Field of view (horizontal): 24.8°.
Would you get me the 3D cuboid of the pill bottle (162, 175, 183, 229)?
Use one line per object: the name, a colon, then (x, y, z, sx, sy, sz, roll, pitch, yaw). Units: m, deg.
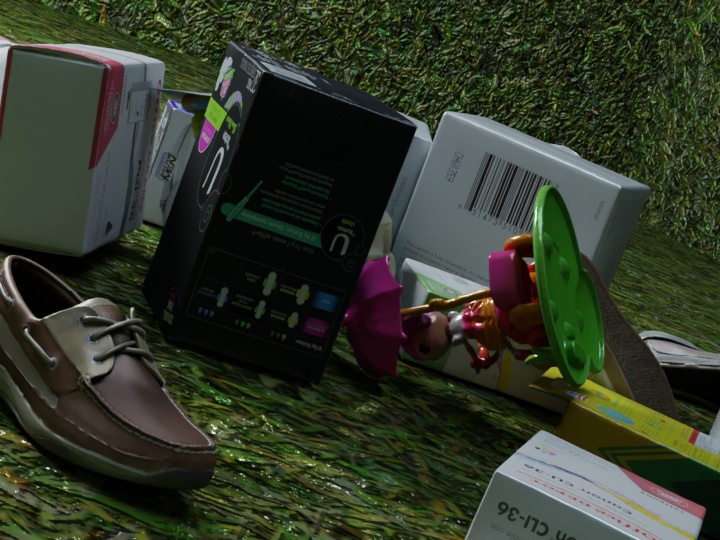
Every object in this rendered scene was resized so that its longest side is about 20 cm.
pill bottle: (-0.088, -0.043, 1.413, 0.110, 0.112, 0.200, 24, 10, 11)

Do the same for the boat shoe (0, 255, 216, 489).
boat shoe: (-0.147, 0.051, 0.868, 0.199, 0.073, 0.075, 29, 12, 35)

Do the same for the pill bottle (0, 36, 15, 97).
pill bottle: (-0.340, -0.153, 1.431, 0.199, 0.117, 0.115, 27, 10, 29)

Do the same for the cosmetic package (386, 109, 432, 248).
cosmetic package: (-0.030, -0.099, 1.701, 0.163, 0.166, 0.200, 22, 10, -3)

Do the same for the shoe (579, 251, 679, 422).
shoe: (0.207, 0.078, 1.379, 0.070, 0.053, 0.201, -35, 97, -50)

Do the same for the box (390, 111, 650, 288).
box: (0.151, -0.029, 1.619, 0.197, 0.202, 0.130, 25, 12, 20)

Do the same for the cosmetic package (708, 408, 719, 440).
cosmetic package: (0.424, 0.186, 1.505, 0.198, 0.051, 0.083, 20, 10, -11)

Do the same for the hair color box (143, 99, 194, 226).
hair color box: (-0.107, -0.074, 1.552, 0.198, 0.110, 0.065, 20, 9, -18)

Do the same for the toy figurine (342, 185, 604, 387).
toy figurine: (0.079, 0.033, 1.267, 0.182, 0.152, 0.200, -9, -21, 19)

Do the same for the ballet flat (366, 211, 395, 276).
ballet flat: (0.000, 0.000, 1.491, 0.069, 0.070, 0.200, 24, -16, 11)

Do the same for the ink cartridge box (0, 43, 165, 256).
ink cartridge box: (-0.219, -0.100, 1.281, 0.082, 0.148, 0.200, 10, 9, 4)

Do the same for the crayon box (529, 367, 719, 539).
crayon box: (0.223, 0.143, 1.278, 0.198, 0.051, 0.127, 25, 10, 13)

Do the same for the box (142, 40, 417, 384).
box: (-0.064, -0.044, 1.197, 0.123, 0.202, 0.149, 17, 11, -18)

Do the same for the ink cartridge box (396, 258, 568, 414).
ink cartridge box: (0.127, 0.064, 1.447, 0.198, 0.068, 0.117, 19, 11, -13)

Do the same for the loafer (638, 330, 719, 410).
loafer: (0.383, 0.122, 1.759, 0.198, 0.073, 0.063, 15, 26, -4)

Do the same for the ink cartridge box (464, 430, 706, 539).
ink cartridge box: (0.125, 0.156, 0.921, 0.115, 0.068, 0.200, 24, 9, 13)

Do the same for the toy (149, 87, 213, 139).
toy: (-0.103, -0.124, 1.396, 0.114, 0.048, 0.200, 4, 4, 6)
